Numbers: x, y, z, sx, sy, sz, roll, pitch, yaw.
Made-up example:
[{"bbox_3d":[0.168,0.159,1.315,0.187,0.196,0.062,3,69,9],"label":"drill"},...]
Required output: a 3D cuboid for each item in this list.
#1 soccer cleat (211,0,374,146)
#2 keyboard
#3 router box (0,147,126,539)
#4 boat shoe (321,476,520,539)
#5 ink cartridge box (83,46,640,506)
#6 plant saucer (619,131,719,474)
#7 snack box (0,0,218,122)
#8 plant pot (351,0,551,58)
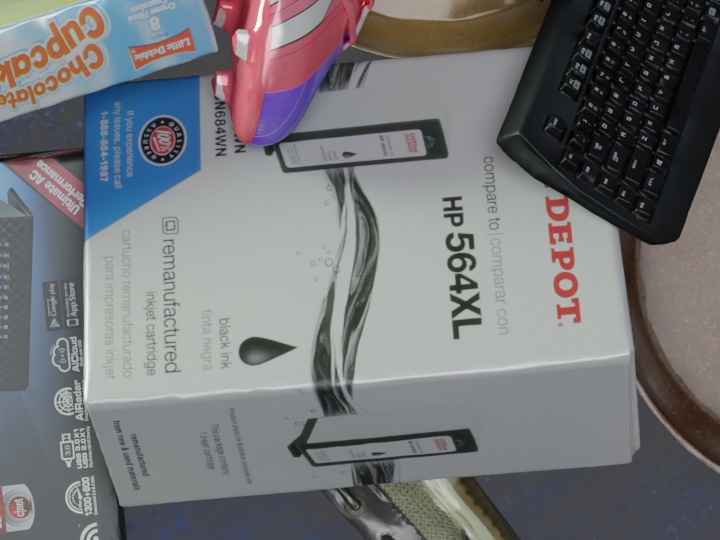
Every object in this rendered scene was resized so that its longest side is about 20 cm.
[{"bbox_3d":[-0.006,-0.135,1.060,0.076,0.067,0.201,14,65,-10],"label":"soccer cleat"},{"bbox_3d":[0.105,-0.109,1.054,0.104,0.040,0.201,28,52,-7],"label":"keyboard"},{"bbox_3d":[-0.170,0.057,1.097,0.149,0.062,0.201,-6,91,-4],"label":"router box"},{"bbox_3d":[0.028,0.115,1.114,0.066,0.072,0.201,-36,88,2],"label":"boat shoe"},{"bbox_3d":[0.000,0.000,1.060,0.199,0.084,0.147,-6,57,3],"label":"ink cartridge box"},{"bbox_3d":[0.193,-0.004,1.143,0.199,0.034,0.202,0,89,-6],"label":"plant saucer"},{"bbox_3d":[-0.159,-0.080,1.069,0.199,0.116,0.037,-18,109,-4],"label":"snack box"},{"bbox_3d":[0.030,-0.183,1.132,0.199,0.027,0.201,0,90,-6],"label":"plant pot"}]
